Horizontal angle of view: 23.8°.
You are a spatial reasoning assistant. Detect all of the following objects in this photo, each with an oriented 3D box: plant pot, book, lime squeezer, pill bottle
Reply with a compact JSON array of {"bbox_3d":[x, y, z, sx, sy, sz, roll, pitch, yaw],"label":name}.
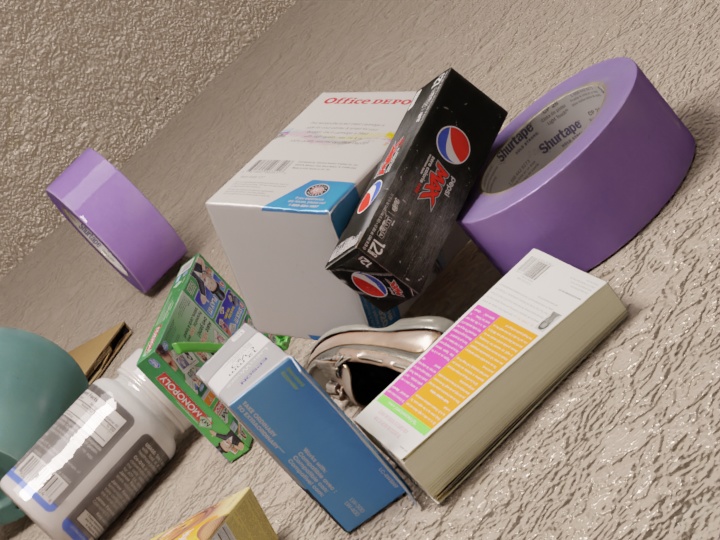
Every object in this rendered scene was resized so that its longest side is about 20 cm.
[{"bbox_3d":[-0.421,0.194,1.974,0.200,0.200,0.162,-34,29,25],"label":"plant pot"},{"bbox_3d":[0.093,0.071,1.297,0.200,0.048,0.134,-43,23,-6],"label":"book"},{"bbox_3d":[-0.094,0.050,1.666,0.200,0.071,0.038,-38,-5,-34],"label":"lime squeezer"},{"bbox_3d":[-0.261,0.183,1.746,0.200,0.114,0.114,-47,17,-14],"label":"pill bottle"}]

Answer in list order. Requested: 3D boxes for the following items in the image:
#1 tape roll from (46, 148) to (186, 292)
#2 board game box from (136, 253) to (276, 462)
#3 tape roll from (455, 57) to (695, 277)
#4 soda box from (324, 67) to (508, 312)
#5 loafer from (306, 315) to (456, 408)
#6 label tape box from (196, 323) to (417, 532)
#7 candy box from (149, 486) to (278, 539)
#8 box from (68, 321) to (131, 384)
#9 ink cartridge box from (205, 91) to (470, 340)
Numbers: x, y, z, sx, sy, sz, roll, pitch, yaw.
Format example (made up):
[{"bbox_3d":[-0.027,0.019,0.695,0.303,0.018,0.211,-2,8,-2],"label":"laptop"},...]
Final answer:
[{"bbox_3d":[-0.340,-0.069,2.386,0.085,0.200,0.200,-44,16,-11],"label":"tape roll"},{"bbox_3d":[-0.144,0.082,1.691,0.029,0.135,0.200,-35,18,23],"label":"board game box"},{"bbox_3d":[0.177,-0.081,1.439,0.199,0.085,0.200,-38,17,14],"label":"tape roll"},{"bbox_3d":[0.048,-0.068,1.434,0.063,0.071,0.201,-28,30,58],"label":"soda box"},{"bbox_3d":[0.012,0.086,1.443,0.199,0.072,0.063,-17,38,50],"label":"loafer"},{"bbox_3d":[-0.044,0.126,1.327,0.066,0.143,0.200,-43,16,-5],"label":"label tape box"},{"bbox_3d":[-0.141,0.239,1.317,0.115,0.056,0.200,-30,3,12],"label":"candy box"},{"bbox_3d":[-0.407,0.156,2.319,0.199,0.021,0.164,-28,22,43],"label":"box"},{"bbox_3d":[-0.009,-0.052,1.550,0.146,0.146,0.200,5,38,38],"label":"ink cartridge box"}]
